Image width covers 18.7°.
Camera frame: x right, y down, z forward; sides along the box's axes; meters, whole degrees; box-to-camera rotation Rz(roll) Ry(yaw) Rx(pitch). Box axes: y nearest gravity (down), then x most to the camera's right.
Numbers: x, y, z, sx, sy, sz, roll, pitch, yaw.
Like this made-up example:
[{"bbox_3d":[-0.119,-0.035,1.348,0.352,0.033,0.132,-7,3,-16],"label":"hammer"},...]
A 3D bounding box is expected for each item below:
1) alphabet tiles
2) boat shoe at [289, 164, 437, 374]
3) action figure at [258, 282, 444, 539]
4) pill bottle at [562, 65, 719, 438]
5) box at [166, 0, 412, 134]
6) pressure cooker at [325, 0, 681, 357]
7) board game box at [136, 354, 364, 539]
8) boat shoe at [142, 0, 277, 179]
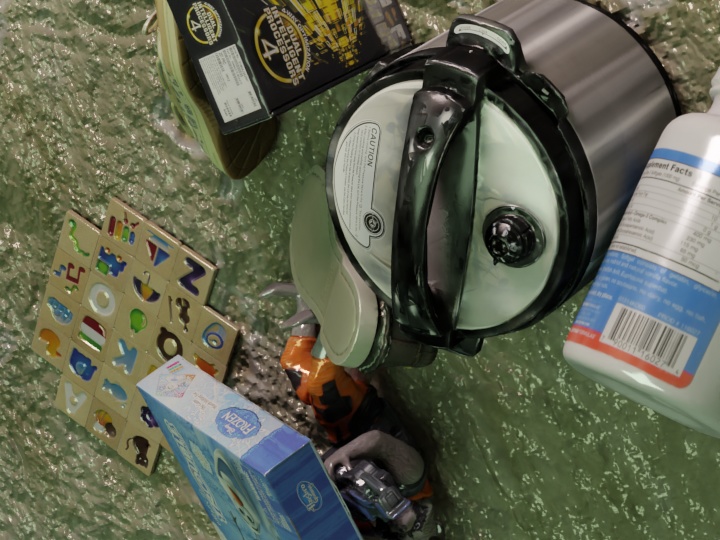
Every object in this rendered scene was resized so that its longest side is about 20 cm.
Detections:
[{"bbox_3d":[-0.169,0.051,1.627,0.166,0.006,0.201,33,125,19],"label":"alphabet tiles"},{"bbox_3d":[0.000,0.000,1.397,0.060,0.202,0.072,11,119,-19],"label":"boat shoe"},{"bbox_3d":[0.006,0.104,1.461,0.200,0.104,0.195,10,127,66],"label":"action figure"},{"bbox_3d":[0.201,-0.018,1.218,0.112,0.112,0.201,25,85,24],"label":"pill bottle"},{"bbox_3d":[-0.062,-0.201,1.339,0.049,0.161,0.201,-18,98,38],"label":"box"},{"bbox_3d":[0.078,-0.059,1.276,0.178,0.200,0.177,-29,94,40],"label":"pressure cooker"},{"bbox_3d":[-0.056,0.172,1.487,0.199,0.043,0.201,27,147,58],"label":"board game box"},{"bbox_3d":[-0.106,-0.139,1.419,0.062,0.073,0.201,32,151,28],"label":"boat shoe"}]
